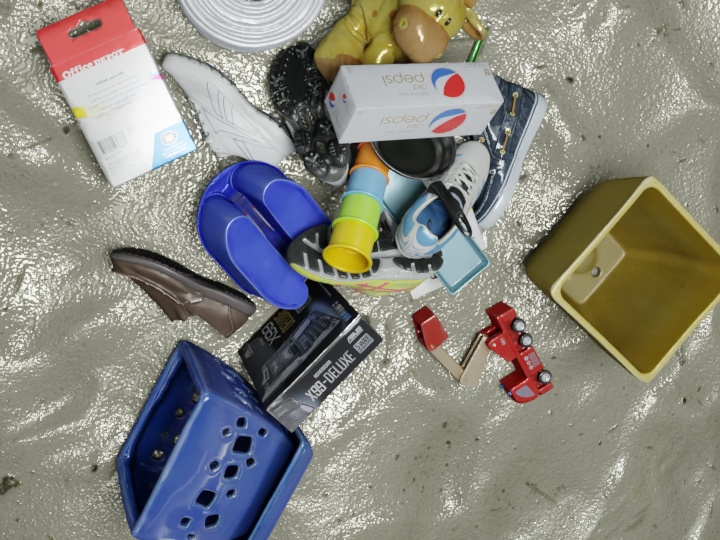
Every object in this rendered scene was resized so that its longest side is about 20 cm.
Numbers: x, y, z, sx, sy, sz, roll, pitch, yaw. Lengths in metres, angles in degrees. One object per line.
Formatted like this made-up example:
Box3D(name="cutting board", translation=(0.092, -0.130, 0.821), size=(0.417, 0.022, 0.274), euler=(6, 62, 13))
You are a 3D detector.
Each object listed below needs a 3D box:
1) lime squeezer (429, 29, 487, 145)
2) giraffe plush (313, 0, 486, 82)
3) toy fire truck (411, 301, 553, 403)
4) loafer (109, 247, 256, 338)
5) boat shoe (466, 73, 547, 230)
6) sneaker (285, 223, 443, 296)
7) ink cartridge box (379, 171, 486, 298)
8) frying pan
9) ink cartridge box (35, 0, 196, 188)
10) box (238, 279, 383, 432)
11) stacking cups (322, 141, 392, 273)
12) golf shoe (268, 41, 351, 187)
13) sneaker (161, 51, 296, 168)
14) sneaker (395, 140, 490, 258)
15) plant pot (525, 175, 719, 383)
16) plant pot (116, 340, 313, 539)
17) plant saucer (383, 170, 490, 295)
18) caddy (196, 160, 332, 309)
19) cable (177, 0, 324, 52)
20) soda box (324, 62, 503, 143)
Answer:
Box3D(name="lime squeezer", translation=(0.123, -0.230, 1.208), size=(0.038, 0.071, 0.201), euler=(16, 64, 21))
Box3D(name="giraffe plush", translation=(0.061, -0.295, 1.102), size=(0.172, 0.162, 0.201), euler=(9, 84, -42))
Box3D(name="toy fire truck", translation=(0.175, 0.119, 1.293), size=(0.141, 0.049, 0.201), euler=(-31, 107, -5))
Box3D(name="loafer", translation=(-0.233, 0.033, 1.166), size=(0.199, 0.073, 0.071), euler=(26, 93, -17))
Box3D(name="boat shoe", translation=(0.173, -0.161, 1.231), size=(0.091, 0.071, 0.201), euler=(22, 88, -15))
Box3D(name="sneaker", translation=(0.000, 0.000, 1.142), size=(0.199, 0.090, 0.078), euler=(6, 57, -18))
Box3D(name="ink cartridge box", translation=(0.092, -0.064, 1.227), size=(0.115, 0.068, 0.201), euler=(-25, 105, -7))
Box3D(name="frying pan", translation=(0.088, -0.129, 1.096), size=(0.190, 0.031, 0.115), euler=(44, 56, 5))
Box3D(name="ink cartridge box", translation=(-0.296, -0.216, 1.106), size=(0.116, 0.067, 0.201), euler=(-26, 106, -8))
Box3D(name="box", translation=(-0.069, 0.096, 1.153), size=(0.158, 0.200, 0.050), euler=(-45, 113, -1))
Box3D(name="stacking cups", translation=(0.003, -0.095, 1.101), size=(0.060, 0.060, 0.201), euler=(23, 58, -16))
Box3D(name="golf shoe", translation=(-0.061, -0.192, 1.153), size=(0.077, 0.095, 0.201), euler=(-18, 68, 8))
Box3D(name="sneaker", translation=(-0.173, -0.193, 1.140), size=(0.200, 0.075, 0.087), euler=(41, 95, -17))
Box3D(name="sneaker", translation=(0.116, -0.092, 1.134), size=(0.072, 0.072, 0.200), euler=(46, 58, -16))
Box3D(name="plant pot", translation=(0.340, -0.005, 1.229), size=(0.194, 0.200, 0.196), euler=(41, 90, -17))
Box3D(name="plant pot", translation=(-0.182, 0.234, 1.160), size=(0.179, 0.200, 0.201), euler=(27, 94, -24))
Box3D(name="plant saucer", translation=(0.086, -0.064, 1.181), size=(0.070, 0.019, 0.200), euler=(-39, 106, -3))
Box3D(name="caddy", translation=(-0.118, -0.045, 1.159), size=(0.141, 0.105, 0.200), euler=(-45, 126, -10))
Box3D(name="cable", translation=(-0.134, -0.371, 1.113), size=(0.199, 0.069, 0.201), euler=(0, 101, -13))
Box3D(name="soda box", translation=(0.064, -0.199, 1.071), size=(0.199, 0.068, 0.064), euler=(-8, 65, -25))
